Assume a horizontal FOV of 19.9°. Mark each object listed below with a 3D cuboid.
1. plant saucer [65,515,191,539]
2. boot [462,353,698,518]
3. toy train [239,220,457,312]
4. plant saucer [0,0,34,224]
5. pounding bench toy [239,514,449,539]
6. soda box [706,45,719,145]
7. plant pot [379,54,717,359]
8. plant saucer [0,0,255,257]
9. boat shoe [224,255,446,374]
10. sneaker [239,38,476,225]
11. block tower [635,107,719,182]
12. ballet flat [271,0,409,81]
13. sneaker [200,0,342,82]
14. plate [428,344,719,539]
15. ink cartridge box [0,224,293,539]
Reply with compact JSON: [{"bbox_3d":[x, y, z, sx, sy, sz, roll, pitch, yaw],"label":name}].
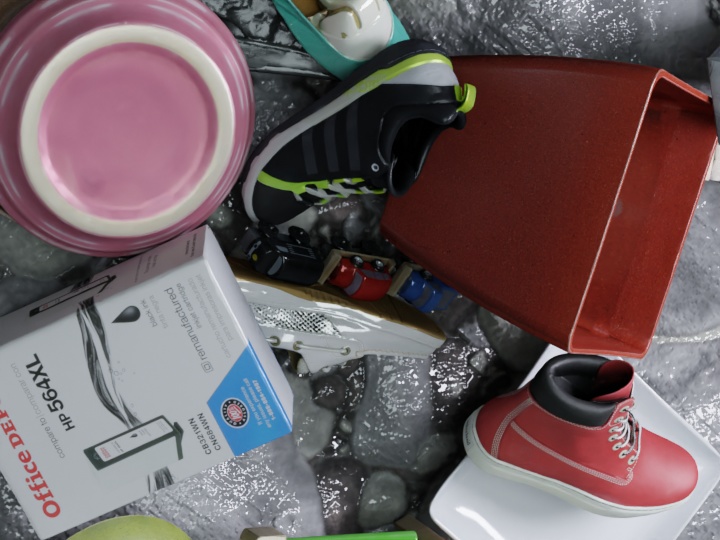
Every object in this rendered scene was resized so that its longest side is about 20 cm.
[{"bbox_3d":[-0.180,0.276,1.486,0.200,0.031,0.200,-19,119,-37],"label":"plant saucer"},{"bbox_3d":[0.197,0.121,1.537,0.200,0.144,0.072,16,55,-25],"label":"boot"},{"bbox_3d":[0.000,0.000,1.513,0.200,0.046,0.034,10,127,-37],"label":"toy train"},{"bbox_3d":[-0.196,-0.124,1.439,0.200,0.037,0.201,-6,110,-18],"label":"plant saucer"},{"bbox_3d":[0.016,0.248,1.545,0.156,0.124,0.200,-29,108,-13],"label":"pounding bench toy"},{"bbox_3d":[0.314,-0.152,1.550,0.063,0.200,0.068,-6,105,22],"label":"soda box"},{"bbox_3d":[0.131,-0.060,1.484,0.176,0.200,0.200,20,94,23],"label":"plant pot"},{"bbox_3d":[-0.165,-0.101,1.411,0.200,0.051,0.201,-7,111,-19],"label":"plant saucer"},{"bbox_3d":[-0.035,0.043,1.525,0.200,0.071,0.069,14,104,-20],"label":"boat shoe"},{"bbox_3d":[-0.004,-0.080,1.436,0.200,0.083,0.072,-40,152,27],"label":"sneaker"},{"bbox_3d":[0.294,-0.096,1.625,0.200,0.058,0.054,6,97,-23],"label":"block tower"},{"bbox_3d":[-0.028,-0.196,1.419,0.200,0.070,0.067,45,77,-19],"label":"ballet flat"},{"bbox_3d":[-0.047,-0.194,1.479,0.200,0.060,0.104,5,102,-17],"label":"sneaker"},{"bbox_3d":[0.170,0.170,1.628,0.200,0.032,0.200,43,77,-21],"label":"plate"},{"bbox_3d":[-0.166,0.080,1.438,0.200,0.084,0.146,-25,107,5],"label":"ink cartridge box"}]
